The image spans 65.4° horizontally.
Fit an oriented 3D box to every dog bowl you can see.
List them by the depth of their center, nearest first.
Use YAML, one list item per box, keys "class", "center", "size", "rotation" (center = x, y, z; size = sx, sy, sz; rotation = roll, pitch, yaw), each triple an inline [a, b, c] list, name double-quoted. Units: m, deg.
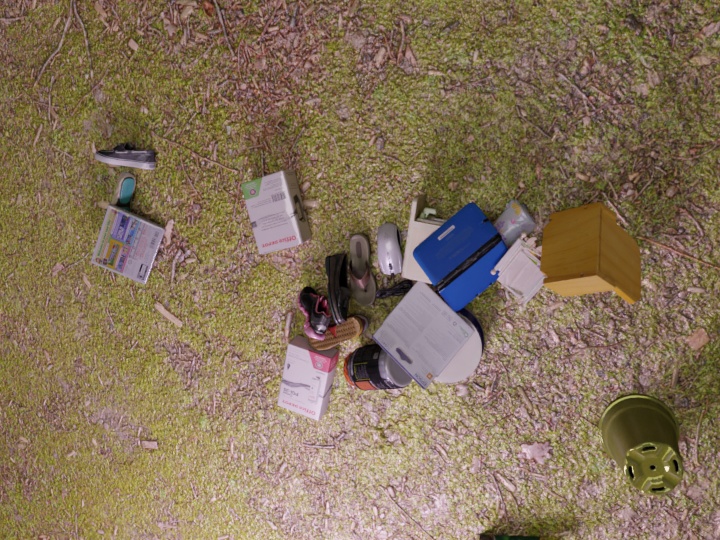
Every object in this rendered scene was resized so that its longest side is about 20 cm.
- class: "dog bowl"
  center: [0.236, 0.195, 1.519]
  size: [0.193, 0.079, 0.208]
  rotation: [4, 102, 16]

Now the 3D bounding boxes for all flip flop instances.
- class: "flip flop"
  center: [0.000, 0.000, 1.562]
  size: [0.078, 0.057, 0.208]
  rotation: [-1, 101, 17]

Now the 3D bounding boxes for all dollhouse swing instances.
- class: "dollhouse swing"
  center: [0.552, -0.021, 1.342]
  size: [0.178, 0.205, 0.175]
  rotation: [-12, 141, 40]

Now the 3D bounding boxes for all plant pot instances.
- class: "plant pot"
  center: [0.696, 0.438, 1.372]
  size: [0.193, 0.184, 0.208]
  rotation: [4, 103, 16]

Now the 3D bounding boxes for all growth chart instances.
- class: "growth chart"
  center: [0.408, 0.000, 1.393]
  size: [0.145, 0.018, 0.199]
  rotation: [-45, 128, 8]

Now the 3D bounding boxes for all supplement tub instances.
- class: "supplement tub"
  center: [0.047, 0.264, 1.538]
  size: [0.197, 0.121, 0.126]
  rotation: [-16, 97, 48]

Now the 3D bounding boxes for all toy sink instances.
- class: "toy sink"
  center: [0.184, -0.083, 1.452]
  size: [0.108, 0.130, 0.207]
  rotation: [11, 103, 14]

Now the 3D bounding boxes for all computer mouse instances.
- class: "computer mouse"
  center: [0.080, -0.026, 1.539]
  size: [0.106, 0.044, 0.207]
  rotation: [-7, 99, 17]

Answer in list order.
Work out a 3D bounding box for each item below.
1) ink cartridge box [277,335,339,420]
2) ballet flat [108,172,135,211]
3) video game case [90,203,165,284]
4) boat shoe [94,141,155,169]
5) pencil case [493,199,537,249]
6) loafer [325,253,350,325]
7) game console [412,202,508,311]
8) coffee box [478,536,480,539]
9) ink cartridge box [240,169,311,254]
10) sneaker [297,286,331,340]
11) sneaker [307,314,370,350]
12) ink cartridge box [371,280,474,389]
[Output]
- class: "ink cartridge box"
  center: [-0.155, 0.318, 1.661]
  size: [0.142, 0.083, 0.207]
  rotation: [16, 105, 13]
- class: "ballet flat"
  center: [-0.751, -0.213, 1.752]
  size: [0.068, 0.069, 0.205]
  rotation: [27, 106, 9]
- class: "video game case"
  center: [-0.725, -0.080, 1.751]
  size: [0.178, 0.022, 0.204]
  rotation: [23, 108, -14]
- class: "boat shoe"
  center: [-0.714, -0.355, 1.700]
  size: [0.193, 0.072, 0.070]
  rotation: [11, 106, 12]
- class: "pencil case"
  center: [0.353, -0.082, 1.422]
  size: [0.090, 0.084, 0.201]
  rotation: [35, 112, -17]
- class: "loafer"
  center: [-0.056, 0.045, 1.544]
  size: [0.061, 0.072, 0.206]
  rotation: [-18, 64, 17]
- class: "game console"
  center: [0.254, -0.031, 1.382]
  size: [0.198, 0.118, 0.173]
  rotation: [-38, 73, 6]
- class: "coffee box"
  center: [0.426, 0.792, 1.562]
  size: [0.193, 0.123, 0.046]
  rotation: [-6, 97, 19]
- class: "ink cartridge box"
  center: [-0.237, -0.165, 1.586]
  size: [0.141, 0.084, 0.207]
  rotation: [-12, 97, 19]
- class: "sneaker"
  center: [-0.120, 0.098, 1.560]
  size: [0.077, 0.202, 0.097]
  rotation: [15, 119, -28]
- class: "sneaker"
  center: [-0.061, 0.176, 1.604]
  size: [0.195, 0.089, 0.078]
  rotation: [-16, 87, 31]
- class: "ink cartridge box"
  center: [0.161, 0.163, 1.446]
  size: [0.199, 0.041, 0.201]
  rotation: [43, 90, 13]
